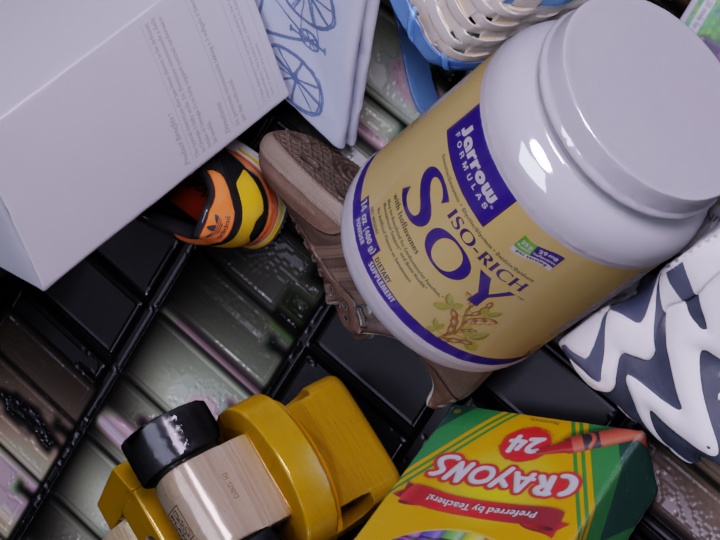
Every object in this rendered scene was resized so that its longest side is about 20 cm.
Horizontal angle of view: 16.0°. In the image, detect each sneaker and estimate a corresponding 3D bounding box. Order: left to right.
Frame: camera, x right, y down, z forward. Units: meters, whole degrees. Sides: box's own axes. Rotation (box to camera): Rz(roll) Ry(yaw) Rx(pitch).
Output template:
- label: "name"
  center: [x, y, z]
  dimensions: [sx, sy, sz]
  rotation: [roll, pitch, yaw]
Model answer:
- label: "sneaker"
  center: [-0.141, -0.075, 1.578]
  dimensions: [0.200, 0.090, 0.070]
  rotation: [31, 108, 24]
- label: "sneaker"
  center: [0.000, 0.000, 1.515]
  dimensions: [0.200, 0.070, 0.076]
  rotation: [43, 113, 21]
- label: "sneaker"
  center: [0.210, 0.041, 1.380]
  dimensions: [0.130, 0.079, 0.199]
  rotation: [51, 130, -1]

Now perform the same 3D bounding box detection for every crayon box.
- label: "crayon box"
  center: [0.066, 0.158, 1.414]
  dimensions: [0.127, 0.200, 0.051]
  rotation: [6, 129, 31]

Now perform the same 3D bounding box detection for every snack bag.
- label: "snack bag"
  center: [-0.067, -0.181, 1.487]
  dimensions: [0.200, 0.021, 0.189]
  rotation: [42, 156, 18]

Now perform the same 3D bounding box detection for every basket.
- label: "basket"
  center: [0.066, -0.188, 1.439]
  dimensions: [0.200, 0.139, 0.176]
  rotation: [-18, 86, 57]

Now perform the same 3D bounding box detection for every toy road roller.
- label: "toy road roller"
  center: [-0.064, 0.145, 1.551]
  dimensions: [0.123, 0.146, 0.200]
  rotation: [59, 154, 13]

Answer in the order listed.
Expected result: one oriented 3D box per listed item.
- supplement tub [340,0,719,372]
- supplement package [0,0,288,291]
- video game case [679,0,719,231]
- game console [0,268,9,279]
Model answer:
- label: "supplement tub"
  center: [0.098, -0.046, 1.386]
  dimensions: [0.200, 0.145, 0.145]
  rotation: [-39, 74, 45]
- label: "supplement package"
  center: [-0.162, -0.105, 1.489]
  dimensions: [0.117, 0.200, 0.117]
  rotation: [27, 147, 42]
- label: "video game case"
  center: [0.246, -0.087, 1.398]
  dimensions: [0.182, 0.022, 0.200]
  rotation: [38, 110, 22]
- label: "game console"
  center: [-0.282, -0.049, 1.550]
  dimensions: [0.200, 0.116, 0.176]
  rotation: [-37, 101, -13]
